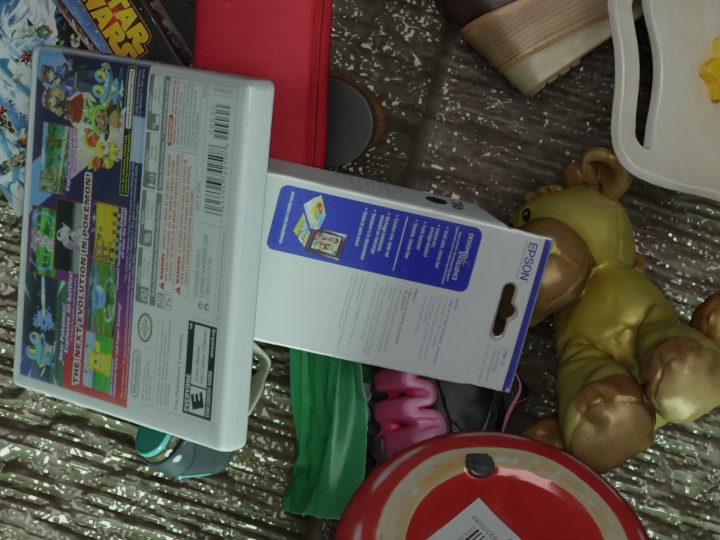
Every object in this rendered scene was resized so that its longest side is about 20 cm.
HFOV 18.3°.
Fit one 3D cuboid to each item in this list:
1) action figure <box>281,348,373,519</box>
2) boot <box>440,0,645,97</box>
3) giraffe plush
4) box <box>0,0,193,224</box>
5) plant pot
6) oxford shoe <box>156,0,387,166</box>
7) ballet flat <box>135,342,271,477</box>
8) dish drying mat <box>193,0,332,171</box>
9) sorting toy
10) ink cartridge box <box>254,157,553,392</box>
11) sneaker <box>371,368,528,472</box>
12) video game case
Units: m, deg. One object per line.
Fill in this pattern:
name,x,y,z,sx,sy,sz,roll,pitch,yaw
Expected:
action figure,-0.009,0.047,1.332,0.055,0.118,0.201,6,86,-27
boot,0.128,-0.221,1.367,0.200,0.072,0.167,-33,87,-10
giraffe plush,0.141,0.020,1.313,0.172,0.200,0.162,-34,86,20
box,-0.158,-0.092,1.321,0.137,0.040,0.200,-33,82,13
plant pot,0.066,0.198,1.221,0.200,0.183,0.201,6,53,-8
oxford shoe,-0.076,-0.115,1.353,0.199,0.071,0.072,26,104,12
ballet flat,-0.081,0.031,1.346,0.073,0.073,0.201,15,76,-4
dish drying mat,-0.056,-0.089,1.251,0.076,0.018,0.201,1,109,-5
sorting toy,0.223,-0.119,1.318,0.179,0.107,0.201,-2,93,-31
ink cartridge box,0.000,0.000,1.256,0.199,0.039,0.100,14,106,-8
sneaker,0.057,0.055,1.361,0.095,0.079,0.201,1,89,-27
video game case,-0.124,-0.017,1.240,0.023,0.182,0.201,-6,104,-47
